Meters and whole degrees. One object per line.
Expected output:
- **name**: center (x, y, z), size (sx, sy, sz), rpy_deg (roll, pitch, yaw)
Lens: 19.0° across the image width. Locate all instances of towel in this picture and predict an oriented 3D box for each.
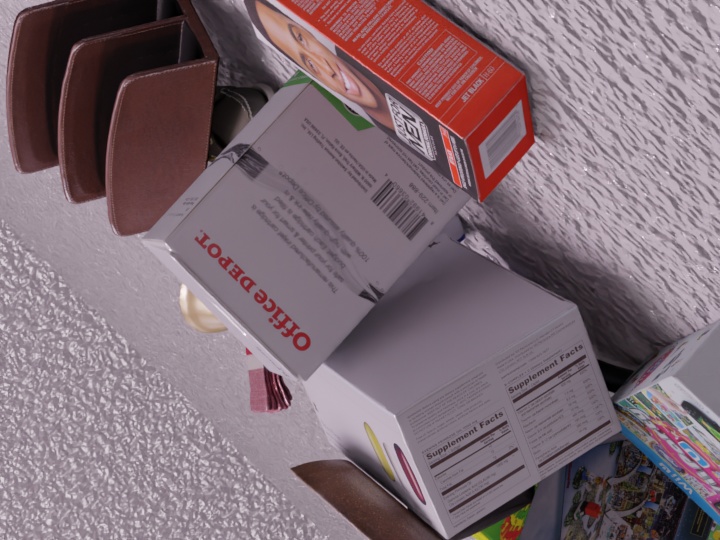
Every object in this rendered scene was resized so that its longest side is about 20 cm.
- **towel**: center (-0.083, 0.018, 1.777), size (0.144, 0.023, 0.201), rpy_deg (159, 106, -81)

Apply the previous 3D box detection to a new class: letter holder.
- **letter holder**: center (-0.202, -0.122, 1.721), size (0.200, 0.142, 0.101), rpy_deg (102, 146, -52)

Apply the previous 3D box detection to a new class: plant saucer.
- **plant saucer**: center (0.033, 0.199, 1.584), size (0.200, 0.037, 0.200), rpy_deg (40, 175, 4)

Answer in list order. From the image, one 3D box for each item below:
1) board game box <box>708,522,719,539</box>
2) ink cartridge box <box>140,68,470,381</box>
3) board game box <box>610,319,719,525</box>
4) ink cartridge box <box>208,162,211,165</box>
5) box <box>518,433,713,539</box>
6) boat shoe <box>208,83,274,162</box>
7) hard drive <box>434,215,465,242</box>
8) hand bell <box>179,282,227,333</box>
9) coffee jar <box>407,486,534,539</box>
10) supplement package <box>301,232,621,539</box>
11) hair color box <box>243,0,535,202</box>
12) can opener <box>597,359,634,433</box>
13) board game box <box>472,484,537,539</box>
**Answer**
- **board game box**: center (0.235, 0.180, 1.848), size (0.200, 0.029, 0.135), rpy_deg (42, 169, 2)
- **ink cartridge box**: center (-0.036, -0.042, 1.529), size (0.146, 0.200, 0.084), rpy_deg (46, 168, -15)
- **board game box**: center (0.258, 0.113, 1.469), size (0.148, 0.064, 0.200), rpy_deg (43, 168, 2)
- **ink cartridge box**: center (-0.227, -0.159, 2.045), size (0.200, 0.067, 0.116), rpy_deg (36, 166, 27)
- **box**: center (0.189, 0.221, 1.650), size (0.136, 0.200, 0.038), rpy_deg (19, 162, 10)
- **boat shoe**: center (-0.119, -0.122, 1.796), size (0.060, 0.072, 0.202), rpy_deg (0, -174, -21)
- **hard drive**: center (0.000, 0.000, 1.741), size (0.200, 0.132, 0.025), rpy_deg (147, 103, -77)
- **hand bell**: center (-0.059, 0.048, 1.913), size (0.200, 0.104, 0.104), rpy_deg (30, 163, 39)
- **coffee jar**: center (0.075, 0.115, 1.730), size (0.085, 0.104, 0.200), rpy_deg (31, -144, -42)
- **supplement package**: center (0.061, 0.078, 1.564), size (0.200, 0.155, 0.111), rpy_deg (31, 148, 60)
- **hair color box**: center (0.015, -0.138, 1.376), size (0.200, 0.061, 0.102), rpy_deg (39, 168, 21)
- **can opener**: center (0.173, 0.088, 1.641), size (0.200, 0.063, 0.079), rpy_deg (30, 176, 42)
- **board game box**: center (0.108, 0.174, 1.892), size (0.048, 0.102, 0.200), rpy_deg (28, 171, 30)
